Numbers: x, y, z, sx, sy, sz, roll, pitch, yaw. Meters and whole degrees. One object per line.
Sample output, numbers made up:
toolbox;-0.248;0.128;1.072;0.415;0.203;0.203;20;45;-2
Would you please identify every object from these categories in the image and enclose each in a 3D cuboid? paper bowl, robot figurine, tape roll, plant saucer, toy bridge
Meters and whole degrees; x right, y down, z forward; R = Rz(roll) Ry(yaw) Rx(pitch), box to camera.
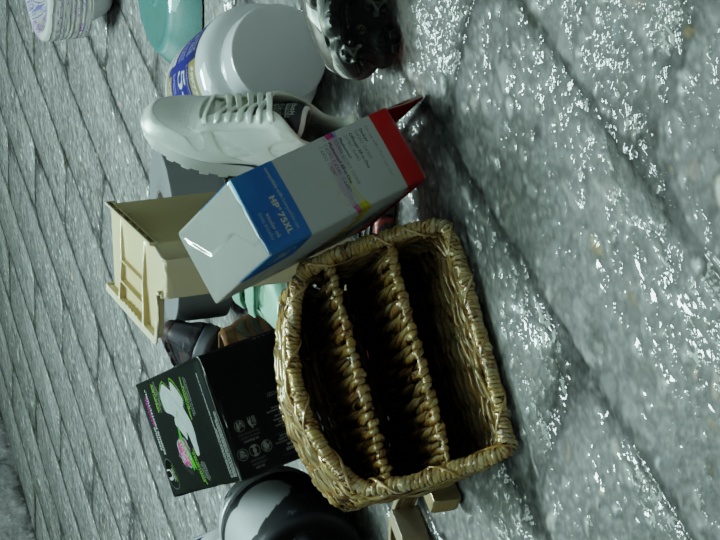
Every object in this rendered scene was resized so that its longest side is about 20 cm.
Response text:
paper bowl;-0.405;-0.423;2.221;0.200;0.103;0.203;171;90;-70
robot figurine;-0.070;0.271;1.586;0.200;0.149;0.126;-140;34;-64
tape roll;-0.197;-0.043;1.853;0.200;0.066;0.202;175;90;-76
plant saucer;-0.232;-0.334;1.895;0.200;0.036;0.202;170;90;-70
toy bridge;0.046;0.235;1.404;0.201;0.027;0.068;102;153;-45

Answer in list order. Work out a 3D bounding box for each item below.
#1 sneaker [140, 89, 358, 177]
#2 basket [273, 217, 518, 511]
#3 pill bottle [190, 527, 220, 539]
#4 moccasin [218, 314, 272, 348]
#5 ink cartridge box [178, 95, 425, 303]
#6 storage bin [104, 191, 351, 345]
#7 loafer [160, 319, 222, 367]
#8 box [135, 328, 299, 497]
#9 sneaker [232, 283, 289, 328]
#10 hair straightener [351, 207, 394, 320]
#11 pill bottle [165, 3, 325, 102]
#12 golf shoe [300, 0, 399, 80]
sneaker;-0.093;-0.125;1.386;0.081;0.198;0.077;97;-174;-53
basket;0.014;0.077;1.257;0.149;0.142;0.202;137;121;-67
pill bottle;-0.154;0.356;1.862;0.200;0.115;0.117;140;119;-67
moccasin;-0.145;0.130;1.797;0.202;0.077;0.074;110;142;-53
ink cartridge box;-0.031;-0.058;1.260;0.068;0.199;0.116;60;147;5
storage bin;-0.121;-0.010;1.503;0.198;0.198;0.095;-145;51;-62
loafer;-0.197;0.088;1.874;0.200;0.063;0.072;106;-173;-78
box;-0.109;0.133;1.559;0.200;0.148;0.125;-24;85;62
sneaker;-0.137;0.016;1.672;0.201;0.117;0.074;-130;38;-52
hair straightener;0.000;0.000;1.401;0.077;0.041;0.202;28;124;59
pill bottle;-0.105;-0.184;1.500;0.200;0.119;0.121;166;94;-70
golf shoe;-0.027;-0.255;1.324;0.094;0.077;0.202;177;86;-70
